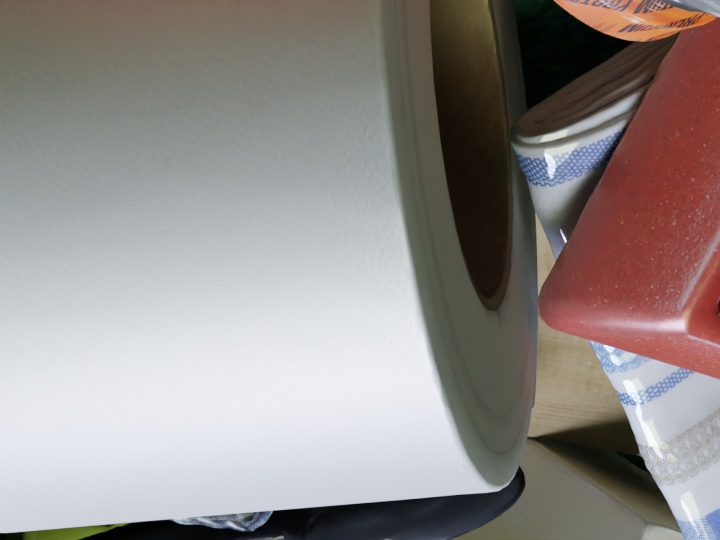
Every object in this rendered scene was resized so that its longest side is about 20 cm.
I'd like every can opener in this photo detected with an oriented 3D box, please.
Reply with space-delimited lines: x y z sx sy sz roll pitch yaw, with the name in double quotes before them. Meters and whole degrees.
"can opener" -0.048 0.071 0.939 0.199 0.064 0.079 -9 173 -6

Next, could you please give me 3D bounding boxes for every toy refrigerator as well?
"toy refrigerator" 0.057 0.090 1.038 0.076 0.070 0.200 21 -173 -36

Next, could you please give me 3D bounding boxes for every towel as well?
"towel" 0.135 -0.002 0.848 0.146 0.024 0.200 -30 126 -6

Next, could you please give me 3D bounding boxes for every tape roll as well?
"tape roll" -0.037 -0.037 0.766 0.138 0.204 0.203 -6 153 13

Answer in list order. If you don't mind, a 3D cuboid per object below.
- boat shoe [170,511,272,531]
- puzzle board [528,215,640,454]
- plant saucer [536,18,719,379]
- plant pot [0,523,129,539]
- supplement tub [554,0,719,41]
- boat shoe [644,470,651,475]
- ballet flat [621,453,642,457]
"boat shoe" -0.108 0.012 0.893 0.199 0.091 0.071 16 149 -3
"puzzle board" 0.000 0.000 0.937 0.199 0.017 0.151 10 149 6
"plant saucer" 0.176 -0.039 0.808 0.199 0.037 0.200 17 110 -32
"plant pot" -0.178 0.111 1.022 0.199 0.182 0.199 13 169 -17
"supplement tub" 0.123 -0.133 0.659 0.122 0.123 0.200 23 146 -37
"boat shoe" 0.113 0.111 1.212 0.063 0.071 0.200 -12 159 24
"ballet flat" 0.125 0.040 0.978 0.071 0.072 0.200 3 174 -5
